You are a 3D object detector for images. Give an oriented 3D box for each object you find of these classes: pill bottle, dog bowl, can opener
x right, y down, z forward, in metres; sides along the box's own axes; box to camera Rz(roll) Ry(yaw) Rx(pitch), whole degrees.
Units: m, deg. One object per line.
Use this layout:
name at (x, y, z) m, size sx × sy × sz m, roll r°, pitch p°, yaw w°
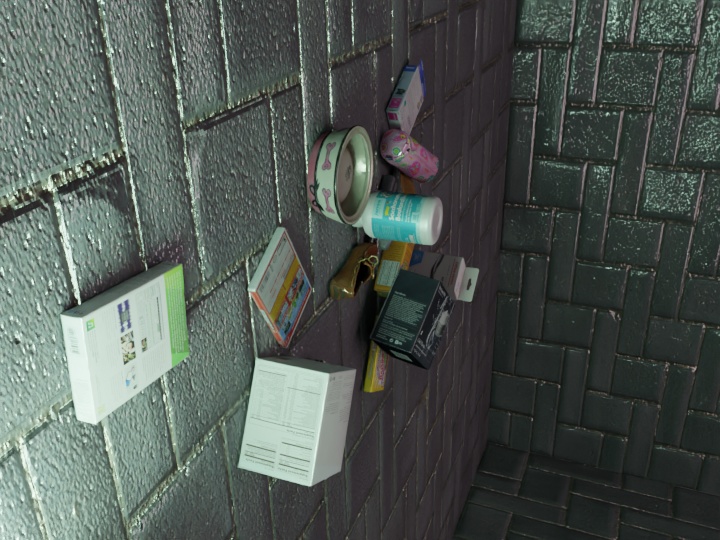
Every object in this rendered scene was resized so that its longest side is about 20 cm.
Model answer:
pill bottle at (0.080, -0.123, 1.619) m, size 0.111 × 0.199 × 0.111 m, roll 8°, pitch 90°, yaw -70°
dog bowl at (-0.042, -0.195, 1.445) m, size 0.200 × 0.073 × 0.201 m, roll 8°, pitch 90°, yaw -69°
can opener at (0.068, -0.141, 1.772) m, size 0.053 × 0.067 × 0.201 m, roll 56°, pitch 47°, yaw -62°

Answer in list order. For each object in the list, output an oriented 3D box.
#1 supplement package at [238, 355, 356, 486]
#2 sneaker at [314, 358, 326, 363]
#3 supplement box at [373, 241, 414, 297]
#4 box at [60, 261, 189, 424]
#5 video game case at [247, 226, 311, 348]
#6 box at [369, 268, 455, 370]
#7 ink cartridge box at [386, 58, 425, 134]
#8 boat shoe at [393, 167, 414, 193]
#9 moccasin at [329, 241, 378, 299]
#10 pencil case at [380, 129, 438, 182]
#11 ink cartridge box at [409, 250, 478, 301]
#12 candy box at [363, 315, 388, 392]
supplement package at (-0.114, 0.273, 1.330) m, size 0.152 × 0.150 × 0.201 m, roll 14°, pitch 85°, yaw -70°
sneaker at (-0.090, 0.294, 1.511) m, size 0.089 × 0.078 × 0.201 m, roll 40°, pitch 61°, yaw -64°
supplement box at (0.094, -0.029, 1.892) m, size 0.067 × 0.069 × 0.201 m, roll 45°, pitch 59°, yaw -63°
box at (-0.298, 0.086, 0.928) m, size 0.200 × 0.036 × 0.145 m, roll -39°, pitch 134°, yaw -60°
video game case at (-0.147, 0.035, 1.337) m, size 0.200 × 0.017 × 0.143 m, roll 71°, pitch 34°, yaw -51°
box at (0.139, 0.129, 1.842) m, size 0.197 × 0.124 × 0.200 m, roll -68°, pitch 155°, yaw -12°
ink cartridge box at (0.121, -0.437, 1.831) m, size 0.120 × 0.042 × 0.201 m, roll 71°, pitch 37°, yaw -53°
boat shoe at (0.100, -0.183, 1.850) m, size 0.071 × 0.069 × 0.201 m, roll 25°, pitch 54°, yaw -49°
moccasin at (0.000, -0.002, 1.629) m, size 0.201 × 0.077 × 0.074 m, roll -49°, pitch 143°, yaw -55°
pencil case at (0.126, -0.287, 1.800) m, size 0.200 × 0.087 × 0.088 m, roll 23°, pitch 77°, yaw -58°
ink cartridge box at (0.239, 0.016, 2.106) m, size 0.068 × 0.199 × 0.116 m, roll 60°, pitch 43°, yaw -60°
candy box at (0.051, 0.224, 1.916) m, size 0.102 × 0.026 × 0.201 m, roll 12°, pitch 87°, yaw -67°
